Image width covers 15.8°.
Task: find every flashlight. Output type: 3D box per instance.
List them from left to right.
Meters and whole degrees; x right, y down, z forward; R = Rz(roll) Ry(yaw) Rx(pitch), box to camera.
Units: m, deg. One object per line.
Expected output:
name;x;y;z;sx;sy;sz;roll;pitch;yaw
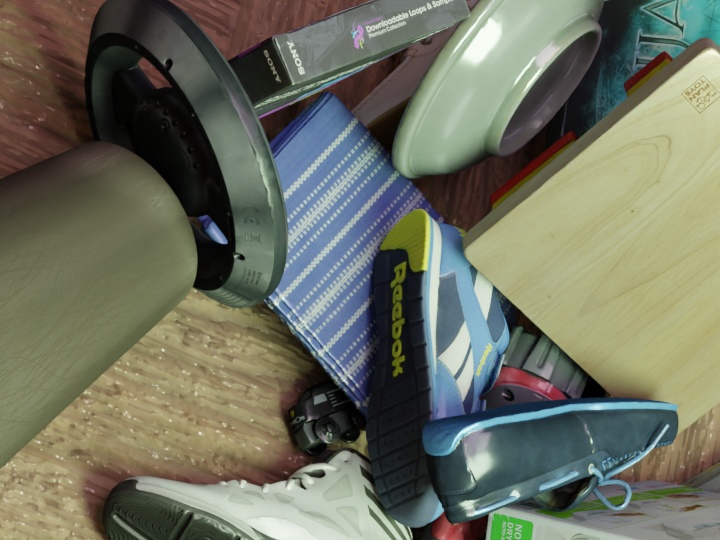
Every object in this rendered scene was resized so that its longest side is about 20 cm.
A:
flashlight;0.080;0.135;1.643;0.200;0.068;0.068;-64;149;-19

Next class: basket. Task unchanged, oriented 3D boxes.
basket;-0.199;0.017;1.486;0.200;0.136;0.181;-38;140;-40

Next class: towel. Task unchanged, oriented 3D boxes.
towel;0.000;0.000;1.647;0.200;0.024;0.145;50;56;-12

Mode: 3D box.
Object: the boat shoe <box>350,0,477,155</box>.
boat shoe;0.058;-0.141;1.736;0.200;0.071;0.069;-35;63;-24

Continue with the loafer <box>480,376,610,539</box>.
loafer;0.119;0.141;1.693;0.072;0.063;0.200;26;65;-23

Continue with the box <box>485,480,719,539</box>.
box;0.202;0.195;1.618;0.200;0.176;0.097;-1;99;-53

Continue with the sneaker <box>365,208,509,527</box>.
sneaker;0.054;0.063;1.607;0.082;0.074;0.201;17;68;-32

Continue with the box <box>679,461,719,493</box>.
box;0.310;0.193;1.807;0.200;0.048;0.159;-26;90;-34

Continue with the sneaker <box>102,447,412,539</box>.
sneaker;-0.059;0.153;1.591;0.200;0.076;0.116;23;40;-12

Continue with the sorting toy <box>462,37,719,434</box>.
sorting toy;0.199;-0.027;1.623;0.199;0.200;0.070;42;18;-23

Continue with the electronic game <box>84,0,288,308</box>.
electronic game;-0.104;-0.071;1.531;0.042;0.200;0.200;-26;91;-26

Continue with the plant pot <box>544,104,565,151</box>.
plant pot;0.247;-0.069;1.787;0.200;0.135;0.201;9;72;-30

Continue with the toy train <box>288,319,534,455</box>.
toy train;0.036;0.070;1.682;0.200;0.034;0.046;-18;76;-33

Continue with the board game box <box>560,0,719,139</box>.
board game box;0.203;-0.122;1.709;0.028;0.135;0.201;16;82;-70

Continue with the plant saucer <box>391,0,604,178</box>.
plant saucer;0.102;-0.127;1.642;0.050;0.200;0.200;40;56;14

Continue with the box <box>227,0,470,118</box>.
box;-0.043;-0.122;1.582;0.143;0.200;0.036;-25;91;-34

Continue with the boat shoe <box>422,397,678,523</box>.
boat shoe;0.113;0.115;1.576;0.200;0.084;0.069;-5;91;-35
